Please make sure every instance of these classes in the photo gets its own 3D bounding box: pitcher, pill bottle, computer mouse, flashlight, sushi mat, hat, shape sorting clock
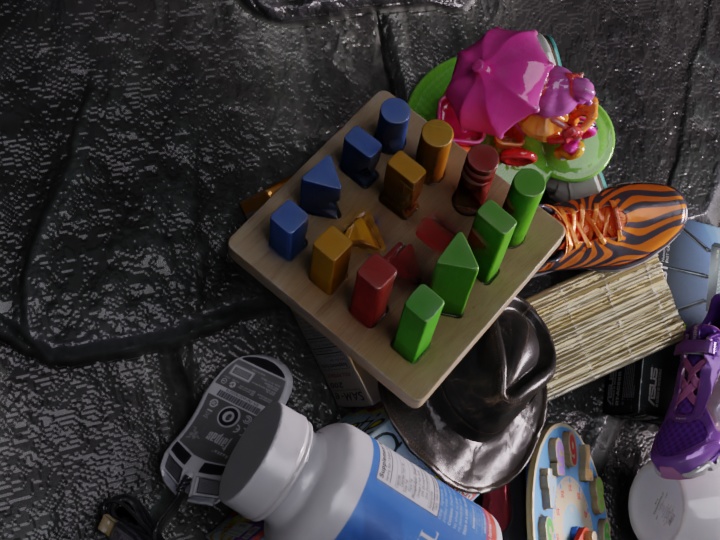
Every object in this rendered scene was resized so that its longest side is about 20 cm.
[{"bbox_3d":[0.364,0.205,1.205,0.198,0.121,0.173,8,111,-28],"label":"pitcher"},{"bbox_3d":[-0.002,0.183,0.937,0.199,0.112,0.113,33,71,-16],"label":"pill bottle"},{"bbox_3d":[-0.118,0.156,1.024,0.201,0.109,0.044,-53,149,-26],"label":"computer mouse"},{"bbox_3d":[0.116,0.212,1.122,0.067,0.067,0.203,3,81,-60],"label":"flashlight"},{"bbox_3d":[0.199,0.058,1.176,0.198,0.012,0.097,-24,93,-4],"label":"sushi mat"},{"bbox_3d":[0.110,0.079,1.038,0.199,0.081,0.203,17,63,-37],"label":"hat"},{"bbox_3d":[0.190,0.236,1.126,0.199,0.039,0.203,20,68,-60],"label":"shape sorting clock"}]

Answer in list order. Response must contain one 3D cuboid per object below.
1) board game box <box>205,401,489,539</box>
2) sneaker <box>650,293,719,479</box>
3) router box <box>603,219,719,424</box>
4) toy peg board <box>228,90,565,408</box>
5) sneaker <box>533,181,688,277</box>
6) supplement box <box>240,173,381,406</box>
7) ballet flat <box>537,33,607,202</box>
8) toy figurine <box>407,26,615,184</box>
[{"bbox_3d":[-0.011,0.198,1.050,0.199,0.105,0.104,-38,100,-24],"label":"board game box"},{"bbox_3d":[0.314,0.098,1.152,0.201,0.080,0.089,-51,120,-26],"label":"sneaker"},{"bbox_3d":[0.324,0.054,1.248,0.148,0.062,0.203,12,79,-22],"label":"router box"},{"bbox_3d":[0.034,-0.041,0.981,0.199,0.098,0.200,39,66,12],"label":"toy peg board"},{"bbox_3d":[0.194,-0.031,1.122,0.198,0.112,0.079,-16,85,10],"label":"sneaker"},{"bbox_3d":[0.000,0.000,1.095,0.125,0.073,0.202,-30,97,-25],"label":"supplement box"},{"bbox_3d":[0.180,-0.124,1.208,0.069,0.069,0.202,-19,88,-26],"label":"ballet flat"},{"bbox_3d":[0.140,-0.137,1.083,0.197,0.184,0.152,5,82,-2],"label":"toy figurine"}]
